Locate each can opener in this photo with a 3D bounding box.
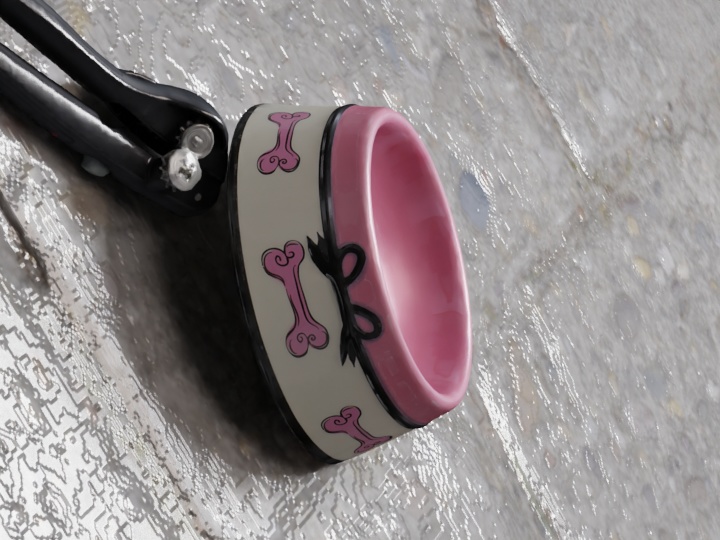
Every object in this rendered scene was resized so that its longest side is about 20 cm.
[{"bbox_3d":[-0.142,-0.089,1.324,0.200,0.079,0.063,32,80,-41],"label":"can opener"}]

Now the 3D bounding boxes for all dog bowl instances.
[{"bbox_3d":[0.000,0.000,1.407,0.200,0.074,0.200,-12,90,-73],"label":"dog bowl"}]
